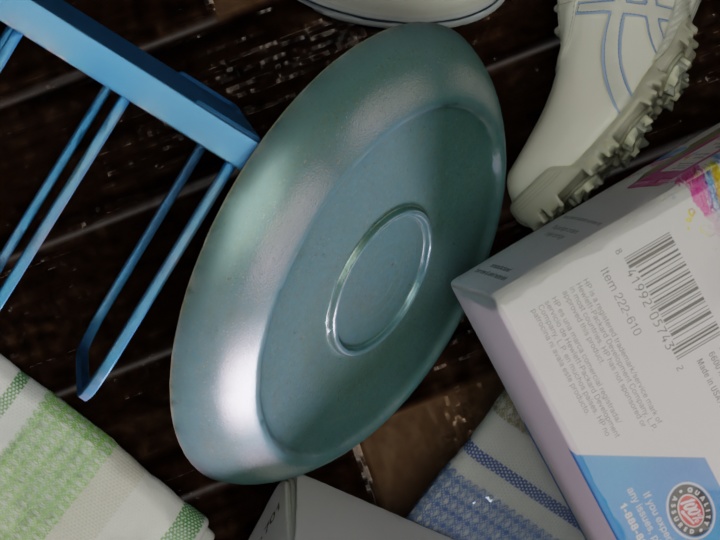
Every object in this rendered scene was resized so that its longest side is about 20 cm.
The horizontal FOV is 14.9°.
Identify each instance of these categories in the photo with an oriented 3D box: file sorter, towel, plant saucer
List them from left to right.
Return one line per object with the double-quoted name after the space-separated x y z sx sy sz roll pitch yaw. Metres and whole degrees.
-0.180 0.103 1.136 0.200 0.031 0.149 39 86 -10 "towel"
-0.155 -0.057 1.061 0.199 0.139 0.123 32 93 -10 "file sorter"
0.000 0.000 1.080 0.027 0.200 0.201 29 91 28 "plant saucer"
0.099 0.112 1.161 0.146 0.024 0.200 32 107 -12 "towel"

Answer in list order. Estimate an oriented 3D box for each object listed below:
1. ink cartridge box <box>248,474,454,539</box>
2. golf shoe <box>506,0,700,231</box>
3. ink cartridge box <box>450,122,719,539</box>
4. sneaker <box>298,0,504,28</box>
0.029 0.195 1.134 0.199 0.086 0.147 24 108 -11 "ink cartridge box"
0.104 -0.113 1.148 0.097 0.078 0.201 33 84 5 "golf shoe"
0.160 0.020 1.080 0.199 0.085 0.145 -29 99 -6 "ink cartridge box"
-0.027 -0.147 1.109 0.199 0.071 0.073 17 93 -12 "sneaker"
